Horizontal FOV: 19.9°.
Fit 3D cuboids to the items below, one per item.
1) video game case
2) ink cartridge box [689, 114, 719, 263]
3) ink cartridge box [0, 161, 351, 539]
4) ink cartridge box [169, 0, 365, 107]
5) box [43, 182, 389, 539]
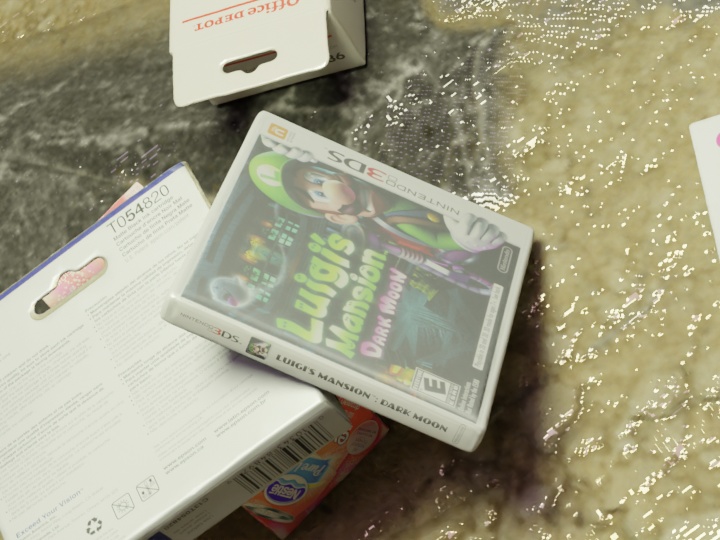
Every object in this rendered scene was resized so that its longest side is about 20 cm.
[{"bbox_3d":[0.000,0.000,1.148,0.181,0.023,0.200,23,36,-2],"label":"video game case"},{"bbox_3d":[0.295,-0.023,1.125,0.196,0.043,0.201,-18,56,15],"label":"ink cartridge box"},{"bbox_3d":[-0.130,0.066,1.152,0.199,0.041,0.200,-35,54,5],"label":"ink cartridge box"},{"bbox_3d":[-0.062,-0.187,1.368,0.116,0.068,0.201,-13,57,19],"label":"ink cartridge box"},{"bbox_3d":[-0.091,0.052,1.227,0.095,0.103,0.200,-45,55,-4],"label":"box"}]
